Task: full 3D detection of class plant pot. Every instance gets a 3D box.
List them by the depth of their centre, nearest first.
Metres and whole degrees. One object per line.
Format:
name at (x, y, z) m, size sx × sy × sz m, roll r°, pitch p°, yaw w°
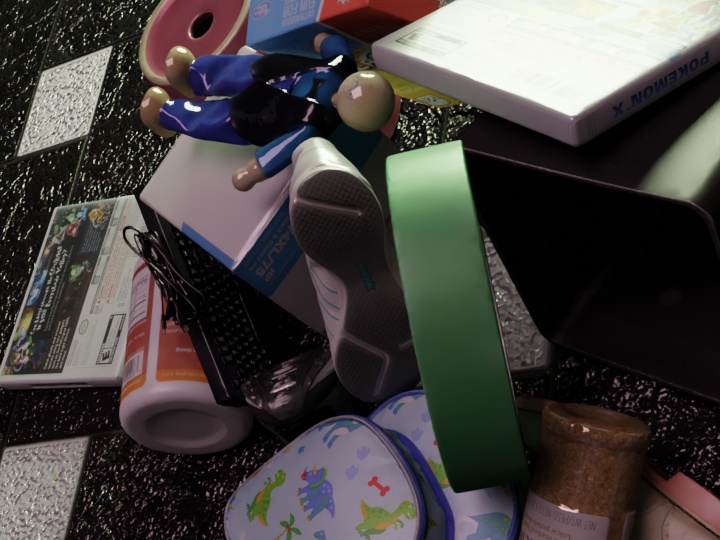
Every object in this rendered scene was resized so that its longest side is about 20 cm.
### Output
plant pot at (0.208, -0.054, 0.860) m, size 0.199 × 0.200 × 0.178 m, roll 20°, pitch 63°, yaw 45°
plant pot at (-0.091, -0.170, 1.182) m, size 0.198 × 0.179 × 0.202 m, roll -21°, pitch 50°, yaw 28°

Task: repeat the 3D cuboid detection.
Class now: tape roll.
tape roll at (0.058, 0.027, 0.788) m, size 0.047 × 0.201 × 0.202 m, roll -11°, pitch 53°, yaw 5°

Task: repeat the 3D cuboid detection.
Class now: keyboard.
keyboard at (-0.119, 0.012, 1.065) m, size 0.040 × 0.103 × 0.202 m, roll -40°, pitch 69°, yaw 43°

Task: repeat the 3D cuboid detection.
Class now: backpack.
backpack at (0.021, 0.182, 0.887) m, size 0.199 × 0.147 × 0.184 m, roll -40°, pitch 48°, yaw 5°

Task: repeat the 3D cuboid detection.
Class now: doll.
doll at (-0.060, -0.114, 0.924) m, size 0.198 × 0.049 × 0.138 m, roll 6°, pitch 59°, yaw 34°

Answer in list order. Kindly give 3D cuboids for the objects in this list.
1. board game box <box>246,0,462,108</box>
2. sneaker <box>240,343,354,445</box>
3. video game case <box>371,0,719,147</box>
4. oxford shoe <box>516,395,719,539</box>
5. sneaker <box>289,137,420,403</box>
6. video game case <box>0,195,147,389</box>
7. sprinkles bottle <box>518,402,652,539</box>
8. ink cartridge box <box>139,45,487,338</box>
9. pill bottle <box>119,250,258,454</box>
board game box at (0.037, -0.175, 1.006) m, size 0.152 × 0.198 × 0.041 m, roll -5°, pitch 77°, yaw 52°
sneaker at (-0.034, 0.100, 0.970) m, size 0.073 × 0.200 × 0.080 m, roll -21°, pitch 84°, yaw 3°
video game case at (0.134, -0.150, 0.848) m, size 0.181 × 0.022 × 0.199 m, roll -31°, pitch 35°, yaw -23°
oxford shoe at (0.159, 0.145, 0.851) m, size 0.199 × 0.071 × 0.074 m, roll 32°, pitch 88°, yaw 46°
sneaker at (0.000, 0.000, 0.889) m, size 0.069 × 0.202 × 0.081 m, roll -16°, pitch 34°, yaw -1°
video game case at (-0.267, 0.020, 1.319) m, size 0.180 × 0.023 × 0.202 m, roll -5°, pitch 61°, yaw 37°
sprinkles bottle at (0.124, 0.184, 0.802) m, size 0.068 × 0.068 × 0.203 m, roll 16°, pitch 99°, yaw 44°
ink cartridge box at (-0.033, -0.043, 1.036) m, size 0.147 × 0.200 × 0.146 m, roll -54°, pitch 44°, yaw -2°
pill bottle at (-0.141, 0.044, 1.134) m, size 0.111 × 0.112 × 0.202 m, roll -20°, pitch 52°, yaw 28°
